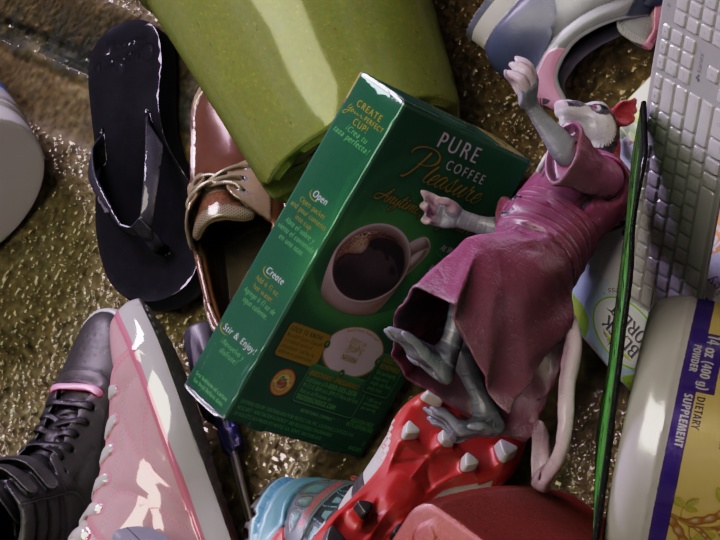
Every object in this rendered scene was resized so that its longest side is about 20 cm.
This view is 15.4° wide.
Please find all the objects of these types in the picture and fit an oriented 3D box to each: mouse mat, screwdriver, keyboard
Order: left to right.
[{"bbox_3d":[-0.068,0.121,1.547,0.028,0.029,0.201,-26,69,20],"label":"screwdriver"},{"bbox_3d":[0.125,0.026,1.291,0.007,0.161,0.202,6,102,4],"label":"mouse mat"},{"bbox_3d":[0.163,-0.060,1.337,0.056,0.011,0.201,39,136,40],"label":"keyboard"}]

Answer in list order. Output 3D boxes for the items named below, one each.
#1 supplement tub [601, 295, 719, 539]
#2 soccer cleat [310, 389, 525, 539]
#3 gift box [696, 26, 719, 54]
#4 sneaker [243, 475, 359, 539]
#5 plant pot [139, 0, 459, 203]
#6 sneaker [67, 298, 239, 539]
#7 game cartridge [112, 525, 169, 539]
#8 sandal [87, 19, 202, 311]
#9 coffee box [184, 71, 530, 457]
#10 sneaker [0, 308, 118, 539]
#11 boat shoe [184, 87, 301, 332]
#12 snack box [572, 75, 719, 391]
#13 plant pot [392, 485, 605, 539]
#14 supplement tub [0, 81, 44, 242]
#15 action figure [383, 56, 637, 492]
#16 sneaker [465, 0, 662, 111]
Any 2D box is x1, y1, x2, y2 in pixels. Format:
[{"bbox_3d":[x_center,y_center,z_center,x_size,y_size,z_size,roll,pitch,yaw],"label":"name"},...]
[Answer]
[{"bbox_3d":[0.223,0.099,1.271,0.198,0.145,0.147,11,77,8],"label":"supplement tub"},{"bbox_3d":[0.023,0.128,1.418,0.068,0.200,0.085,37,134,6],"label":"soccer cleat"},{"bbox_3d":[0.269,-0.153,1.344,0.199,0.184,0.188,29,86,41],"label":"gift box"},{"bbox_3d":[-0.018,0.205,1.447,0.095,0.079,0.202,-7,69,26],"label":"sneaker"},{"bbox_3d":[-0.034,-0.147,1.536,0.199,0.200,0.191,-29,71,19],"label":"plant pot"},{"bbox_3d":[-0.133,0.122,1.519,0.104,0.075,0.202,-20,78,4],"label":"sneaker"},{"bbox_3d":[-0.085,0.226,1.393,0.200,0.040,0.134,-149,56,-62],"label":"game cartridge"},{"bbox_3d":[-0.141,-0.065,1.640,0.076,0.043,0.201,-25,61,21],"label":"sandal"},{"bbox_3d":[0.000,0.000,1.471,0.044,0.123,0.201,38,103,41],"label":"coffee box"},{"bbox_3d":[-0.180,0.108,1.566,0.070,0.099,0.202,0,71,33],"label":"sneaker"},{"bbox_3d":[-0.067,-0.032,1.566,0.075,0.072,0.201,-26,61,20],"label":"boat shoe"},{"bbox_3d":[0.185,0.003,1.415,0.142,0.053,0.200,-47,56,10],"label":"snack box"},{"bbox_3d":[0.080,0.220,1.323,0.199,0.176,0.201,34,91,35],"label":"plant pot"},{"bbox_3d":[-0.300,-0.109,1.699,0.132,0.132,0.200,-46,57,8],"label":"supplement tub"},{"bbox_3d":[0.098,-0.012,1.380,0.149,0.134,0.200,36,68,4],"label":"action figure"},{"bbox_3d":[0.157,-0.171,1.499,0.200,0.070,0.082,-42,78,11],"label":"sneaker"}]
